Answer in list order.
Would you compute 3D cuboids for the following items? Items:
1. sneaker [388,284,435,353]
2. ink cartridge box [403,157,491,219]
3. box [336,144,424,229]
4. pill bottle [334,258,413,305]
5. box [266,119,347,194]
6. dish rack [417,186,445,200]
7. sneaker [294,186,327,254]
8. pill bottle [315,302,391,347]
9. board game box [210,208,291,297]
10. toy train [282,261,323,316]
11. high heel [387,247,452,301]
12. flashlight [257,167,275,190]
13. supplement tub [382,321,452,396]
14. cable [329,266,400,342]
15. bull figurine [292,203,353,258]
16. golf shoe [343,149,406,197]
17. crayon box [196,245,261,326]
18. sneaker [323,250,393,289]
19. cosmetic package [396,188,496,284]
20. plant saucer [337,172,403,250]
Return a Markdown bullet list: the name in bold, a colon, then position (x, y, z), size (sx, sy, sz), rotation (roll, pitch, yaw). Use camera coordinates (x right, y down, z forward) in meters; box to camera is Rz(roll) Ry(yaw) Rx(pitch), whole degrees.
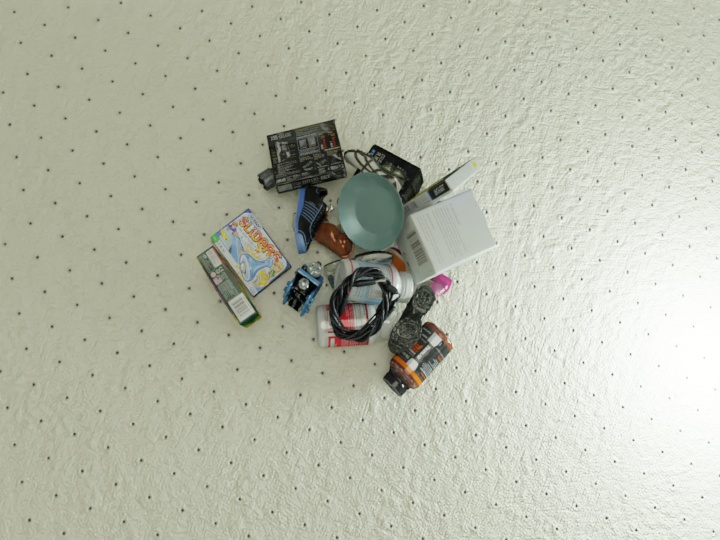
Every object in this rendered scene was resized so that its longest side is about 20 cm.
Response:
- **sneaker**: position (0.136, 0.139, 1.688), size (0.075, 0.091, 0.202), rotation (34, 73, 1)
- **ink cartridge box**: position (0.223, -0.226, 1.666), size (0.047, 0.197, 0.199), rotation (53, 51, -5)
- **box**: position (0.056, -0.218, 1.736), size (0.162, 0.086, 0.202), rotation (31, 81, 19)
- **pill bottle**: position (0.035, 0.034, 1.662), size (0.195, 0.108, 0.112), rotation (8, 79, -22)
- **box**: position (-0.147, -0.310, 1.701), size (0.195, 0.050, 0.161), rotation (-14, 69, -1)
- **dish rack**: position (0.179, -0.135, 1.786), size (0.197, 0.044, 0.174), rotation (28, 78, -1)
- **sneaker**: position (-0.129, -0.139, 1.672), size (0.076, 0.070, 0.205), rotation (-1, 64, 7)
- **pill bottle**: position (-0.020, 0.145, 1.683), size (0.194, 0.112, 0.115), rotation (-2, 81, -7)
- **board game box**: position (-0.299, -0.049, 1.721), size (0.135, 0.034, 0.201), rotation (-38, 87, -11)
- **toy train**: position (-0.146, 0.042, 1.646), size (0.086, 0.200, 0.115), rotation (32, 68, 1)
- **high heel**: position (0.168, -0.007, 1.765), size (0.199, 0.068, 0.096), rotation (41, 51, 13)
- **flashlight**: position (-0.191, -0.294, 1.756), size (0.198, 0.068, 0.068), rotation (-34, 75, -13)
- **supplement tub**: position (0.150, 0.242, 1.690), size (0.107, 0.107, 0.200), rotation (44, 78, 2)
- **cable**: position (0.000, 0.089, 1.582), size (0.200, 0.051, 0.163), rotation (-45, 118, 4)
- **bull figurine**: position (-0.093, -0.116, 1.735), size (0.198, 0.065, 0.122), rotation (35, 77, 8)
- **golf shoe**: position (0.024, -0.255, 1.669), size (0.197, 0.077, 0.096), rotation (28, 90, 27)
- **crayon box**: position (-0.338, 0.047, 1.631), size (0.058, 0.173, 0.202), rotation (-33, 86, -7)
- **sneaker**: position (0.000, 0.000, 1.739), size (0.195, 0.078, 0.089), rotation (-15, 97, -3)
- **cosmetic package**: position (0.219, -0.086, 1.667), size (0.196, 0.165, 0.168), rotation (-22, 85, -18)
- **plant saucer**: position (0.032, -0.156, 1.635), size (0.197, 0.039, 0.206), rotation (10, 111, 28)
